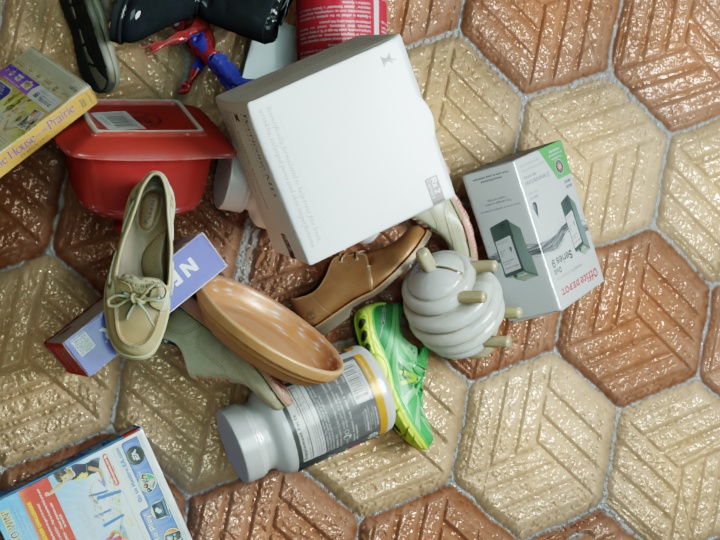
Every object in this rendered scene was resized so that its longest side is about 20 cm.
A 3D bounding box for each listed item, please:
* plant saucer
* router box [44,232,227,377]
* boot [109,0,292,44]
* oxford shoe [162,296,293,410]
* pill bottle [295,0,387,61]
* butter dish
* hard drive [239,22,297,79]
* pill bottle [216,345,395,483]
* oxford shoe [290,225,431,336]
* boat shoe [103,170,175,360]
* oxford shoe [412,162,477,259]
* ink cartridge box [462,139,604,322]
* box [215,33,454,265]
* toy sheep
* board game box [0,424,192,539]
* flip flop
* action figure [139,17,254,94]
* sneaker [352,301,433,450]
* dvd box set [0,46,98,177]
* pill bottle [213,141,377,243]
[{"bbox_3d":[-0.111,0.075,1.663,0.200,0.200,0.038,29,102,-17],"label":"plant saucer"},{"bbox_3d":[-0.260,0.039,1.624,0.200,0.179,0.049,-40,100,-17],"label":"router box"},{"bbox_3d":[-0.180,-0.309,1.657,0.167,0.077,0.200,23,46,8],"label":"boot"},{"bbox_3d":[-0.161,0.113,1.683,0.200,0.071,0.074,38,83,30],"label":"oxford shoe"},{"bbox_3d":[-0.023,-0.280,1.726,0.112,0.112,0.201,0,89,-20],"label":"pill bottle"},{"bbox_3d":[-0.262,-0.111,1.645,0.198,0.200,0.149,-2,113,-22],"label":"butter dish"},{"bbox_3d":[-0.056,-0.229,1.786,0.199,0.027,0.133,16,83,-19],"label":"hard drive"},{"bbox_3d":[-0.067,0.178,1.727,0.199,0.116,0.117,-22,96,-18],"label":"pill bottle"},{"bbox_3d":[0.000,0.000,1.765,0.200,0.071,0.071,-37,96,-3],"label":"oxford shoe"},{"bbox_3d":[-0.235,-0.006,1.510,0.073,0.063,0.201,4,76,-10],"label":"boat shoe"},{"bbox_3d":[0.092,-0.079,1.813,0.074,0.071,0.201,-25,100,-2],"label":"oxford shoe"},{"bbox_3d":[0.226,-0.051,1.823,0.146,0.084,0.201,-27,100,-53],"label":"ink cartridge box"},{"bbox_3d":[-0.029,-0.141,1.606,0.199,0.131,0.200,-26,107,-17],"label":"box"},{"bbox_3d":[0.117,0.039,1.755,0.138,0.138,0.200,-41,129,-16],"label":"toy sheep"},{"bbox_3d":[-0.309,0.315,1.667,0.195,0.056,0.201,-25,97,-18],"label":"board game box"},{"bbox_3d":[-0.310,-0.311,1.672,0.057,0.081,0.201,-17,96,-37],"label":"flip flop"},{"bbox_3d":[-0.186,-0.229,1.694,0.099,0.065,0.200,-32,69,-14],"label":"action figure"},{"bbox_3d":[0.058,0.133,1.795,0.083,0.074,0.201,-21,96,-15],"label":"sneaker"},{"bbox_3d":[-0.411,-0.164,1.597,0.200,0.146,0.029,-41,135,-16],"label":"dvd box set"},{"bbox_3d":[-0.074,-0.100,1.732,0.199,0.111,0.112,9,86,-20],"label":"pill bottle"}]
